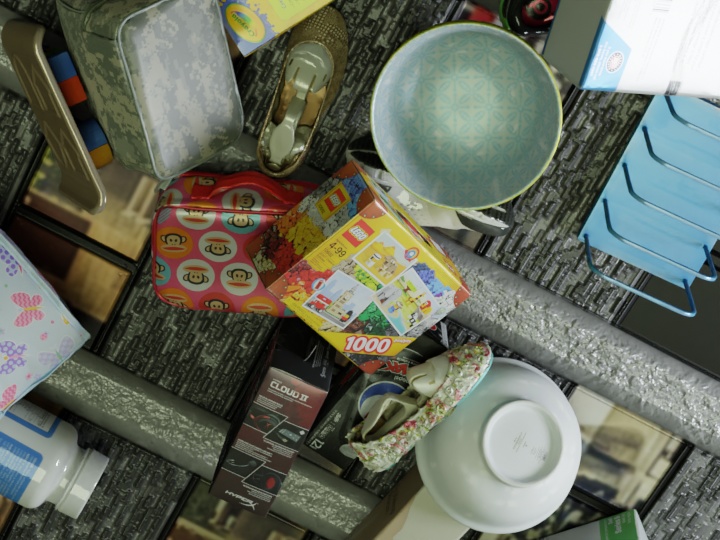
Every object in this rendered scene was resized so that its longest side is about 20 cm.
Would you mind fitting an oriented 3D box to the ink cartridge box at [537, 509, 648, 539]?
[{"bbox_3d":[0.260,0.390,1.883,0.200,0.084,0.146,-19,109,12],"label":"ink cartridge box"}]

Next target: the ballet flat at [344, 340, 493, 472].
[{"bbox_3d":[0.061,0.145,1.738,0.064,0.076,0.200,35,107,-26],"label":"ballet flat"}]

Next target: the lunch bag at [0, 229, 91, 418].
[{"bbox_3d":[-0.428,0.054,1.768,0.170,0.127,0.200,-42,99,-8],"label":"lunch bag"}]

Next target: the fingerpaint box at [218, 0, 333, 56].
[{"bbox_3d":[-0.104,-0.352,1.625,0.167,0.073,0.200,-31,106,15],"label":"fingerpaint box"}]

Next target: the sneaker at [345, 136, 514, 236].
[{"bbox_3d":[0.072,-0.079,1.730,0.200,0.074,0.080,21,127,1],"label":"sneaker"}]

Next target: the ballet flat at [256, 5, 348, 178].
[{"bbox_3d":[-0.063,-0.185,1.692,0.070,0.065,0.200,17,112,0],"label":"ballet flat"}]

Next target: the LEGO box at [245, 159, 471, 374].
[{"bbox_3d":[0.000,0.000,1.673,0.149,0.077,0.200,-39,134,10],"label":"LEGO box"}]

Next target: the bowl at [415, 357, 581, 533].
[{"bbox_3d":[0.167,0.194,1.760,0.201,0.090,0.201,2,83,-13],"label":"bowl"}]

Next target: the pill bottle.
[{"bbox_3d":[-0.404,0.212,1.856,0.200,0.112,0.112,30,111,-6],"label":"pill bottle"}]

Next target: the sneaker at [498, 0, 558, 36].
[{"bbox_3d":[0.238,-0.290,1.612,0.200,0.084,0.077,-29,108,13],"label":"sneaker"}]

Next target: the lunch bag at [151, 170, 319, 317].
[{"bbox_3d":[-0.130,-0.037,1.725,0.200,0.082,0.176,6,132,-1],"label":"lunch bag"}]

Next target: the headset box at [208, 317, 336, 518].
[{"bbox_3d":[-0.093,0.154,1.786,0.075,0.149,0.200,24,111,-5],"label":"headset box"}]

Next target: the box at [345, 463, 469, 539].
[{"bbox_3d":[0.063,0.302,1.862,0.078,0.095,0.200,37,109,-9],"label":"box"}]

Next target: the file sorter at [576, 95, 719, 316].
[{"bbox_3d":[0.339,-0.072,1.672,0.139,0.123,0.200,24,112,-4],"label":"file sorter"}]

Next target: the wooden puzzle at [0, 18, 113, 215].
[{"bbox_3d":[-0.317,-0.170,1.673,0.046,0.185,0.200,-23,109,-18],"label":"wooden puzzle"}]

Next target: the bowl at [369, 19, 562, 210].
[{"bbox_3d":[0.111,-0.174,1.658,0.200,0.108,0.200,2,112,4],"label":"bowl"}]

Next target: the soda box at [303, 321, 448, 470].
[{"bbox_3d":[0.016,0.131,1.808,0.063,0.071,0.200,34,111,-15],"label":"soda box"}]

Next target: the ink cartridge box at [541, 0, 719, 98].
[{"bbox_3d":[0.301,-0.256,1.572,0.200,0.084,0.145,0,120,-29],"label":"ink cartridge box"}]

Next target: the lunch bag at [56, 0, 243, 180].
[{"bbox_3d":[-0.231,-0.214,1.640,0.168,0.139,0.200,20,133,42],"label":"lunch bag"}]
